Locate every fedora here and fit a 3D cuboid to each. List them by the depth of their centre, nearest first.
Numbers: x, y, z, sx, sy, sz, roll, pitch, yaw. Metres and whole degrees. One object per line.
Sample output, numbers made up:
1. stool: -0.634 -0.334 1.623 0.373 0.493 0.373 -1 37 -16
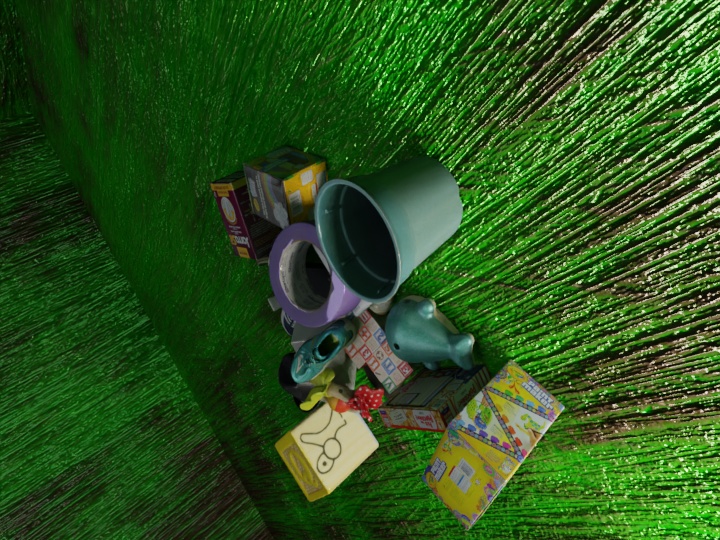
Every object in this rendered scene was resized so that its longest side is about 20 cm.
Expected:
1. fedora: -0.169 0.288 1.484 0.198 0.089 0.208 -29 53 47

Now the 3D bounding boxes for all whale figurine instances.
1. whale figurine: 0.127 0.133 1.037 0.197 0.102 0.165 24 132 42

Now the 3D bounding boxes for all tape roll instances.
1. tape roll: -0.087 0.002 1.085 0.194 0.084 0.209 9 106 33

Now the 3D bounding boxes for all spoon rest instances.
1. spoon rest: -0.192 0.017 1.323 0.101 0.059 0.203 56 150 28

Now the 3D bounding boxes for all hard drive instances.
1. hard drive: -0.097 0.067 1.290 0.129 0.043 0.206 3 129 6

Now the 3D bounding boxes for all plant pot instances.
1. plant pot: 0.057 -0.084 0.889 0.198 0.193 0.206 32 137 36

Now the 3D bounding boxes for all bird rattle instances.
1. bird rattle: -0.040 0.292 1.273 0.192 0.117 0.164 11 157 3

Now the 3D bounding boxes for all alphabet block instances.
1. alphabet block: -0.097 0.491 1.516 0.198 0.197 0.197 52 146 11

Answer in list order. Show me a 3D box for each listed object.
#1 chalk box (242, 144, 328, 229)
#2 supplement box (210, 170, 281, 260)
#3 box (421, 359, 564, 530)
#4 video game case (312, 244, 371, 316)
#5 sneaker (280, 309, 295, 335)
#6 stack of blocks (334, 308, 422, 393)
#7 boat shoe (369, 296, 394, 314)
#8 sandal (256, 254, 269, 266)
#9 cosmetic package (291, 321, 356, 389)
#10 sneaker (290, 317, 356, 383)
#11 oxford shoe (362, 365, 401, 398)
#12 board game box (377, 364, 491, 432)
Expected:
1. chalk box: -0.172 -0.189 1.192 0.197 0.122 0.128 28 137 40
2. supplement box: -0.291 -0.146 1.399 0.128 0.102 0.207 8 121 49
3. box: 0.227 0.305 0.947 0.121 0.190 0.204 40 141 25
4. video game case: 0.007 -0.039 1.075 0.199 0.023 0.185 -42 76 34
5. sneaker: -0.160 0.124 1.433 0.109 0.068 0.205 49 144 39
6. stack of blocks: 0.033 0.164 1.191 0.202 0.058 0.116 51 122 14
7. boat shoe: 0.000 0.000 1.148 0.199 0.073 0.070 42 139 14
8. sandal: -0.207 -0.020 1.396 0.198 0.078 0.059 -1 110 53
9. cosmetic package: -0.084 0.204 1.315 0.103 0.087 0.205 -7 130 13
10. sneaker: -0.093 0.177 1.178 0.078 0.079 0.200 46 115 4
11. oxford shoe: 0.029 0.213 1.281 0.202 0.071 0.071 52 175 10
12. board game box: 0.143 0.248 1.057 0.198 0.149 0.048 -19 101 57
